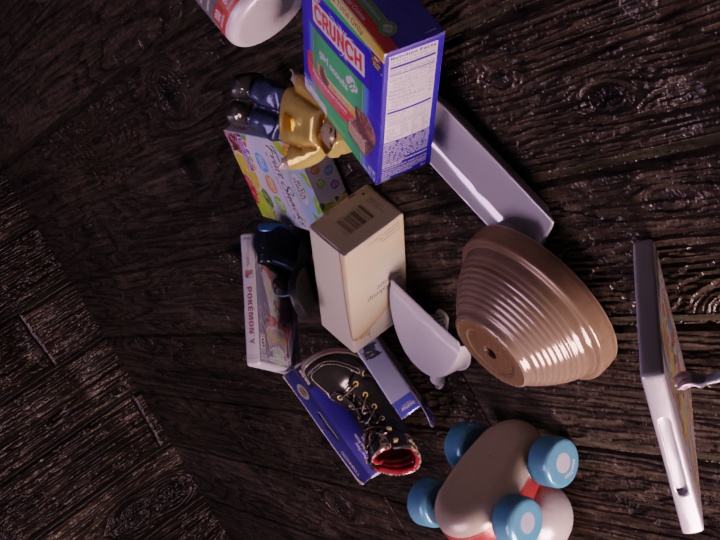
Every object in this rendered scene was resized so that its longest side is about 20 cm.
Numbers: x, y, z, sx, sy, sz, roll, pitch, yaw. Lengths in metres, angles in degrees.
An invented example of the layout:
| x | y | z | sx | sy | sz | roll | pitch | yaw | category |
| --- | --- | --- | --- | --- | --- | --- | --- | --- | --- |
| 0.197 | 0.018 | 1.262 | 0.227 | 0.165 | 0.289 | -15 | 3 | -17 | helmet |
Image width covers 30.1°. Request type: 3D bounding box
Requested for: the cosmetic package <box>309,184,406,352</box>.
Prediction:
| x | y | z | sx | sy | sz | roll | pitch | yaw | category |
| --- | --- | --- | --- | --- | --- | --- | --- | --- | --- |
| 0.000 | 0.000 | 1.713 | 0.073 | 0.103 | 0.201 | 39 | 154 | 31 | cosmetic package |

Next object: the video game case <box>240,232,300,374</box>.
| x | y | z | sx | sy | sz | roll | pitch | yaw | category |
| --- | --- | --- | --- | --- | --- | --- | --- | --- | --- |
| -0.127 | 0.053 | 1.924 | 0.200 | 0.023 | 0.184 | 29 | -124 | -73 | video game case |

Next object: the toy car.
| x | y | z | sx | sy | sz | roll | pitch | yaw | category |
| --- | --- | --- | --- | --- | --- | --- | --- | --- | --- |
| 0.198 | 0.309 | 1.674 | 0.183 | 0.177 | 0.200 | 1 | 136 | 50 | toy car |

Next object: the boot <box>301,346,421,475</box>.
| x | y | z | sx | sy | sz | roll | pitch | yaw | category |
| --- | --- | --- | --- | --- | --- | --- | --- | --- | --- |
| 0.006 | 0.199 | 1.886 | 0.200 | 0.073 | 0.151 | 38 | -158 | -48 | boot |

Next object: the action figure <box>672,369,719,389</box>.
| x | y | z | sx | sy | sz | roll | pitch | yaw | category |
| --- | --- | --- | --- | --- | --- | --- | --- | --- | --- |
| 0.362 | 0.104 | 1.107 | 0.133 | 0.149 | 0.201 | 22 | -142 | -41 | action figure |

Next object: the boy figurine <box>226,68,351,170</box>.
| x | y | z | sx | sy | sz | roll | pitch | yaw | category |
| --- | --- | --- | --- | --- | --- | --- | --- | --- | --- |
| -0.074 | -0.177 | 1.634 | 0.199 | 0.064 | 0.126 | 27 | 112 | 36 | boy figurine |

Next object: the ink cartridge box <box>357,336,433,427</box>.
| x | y | z | sx | sy | sz | roll | pitch | yaw | category |
| --- | --- | --- | --- | --- | --- | --- | --- | --- | --- |
| 0.034 | 0.135 | 1.865 | 0.201 | 0.042 | 0.119 | 54 | -178 | 0 | ink cartridge box |

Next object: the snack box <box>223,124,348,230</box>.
| x | y | z | sx | sy | sz | roll | pitch | yaw | category |
| --- | --- | --- | --- | --- | --- | --- | --- | --- | --- |
| -0.096 | -0.130 | 1.796 | 0.199 | 0.053 | 0.143 | 19 | 139 | 56 | snack box |

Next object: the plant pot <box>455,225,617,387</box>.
| x | y | z | sx | sy | sz | roll | pitch | yaw | category |
| --- | --- | --- | --- | --- | --- | --- | --- | --- | --- |
| 0.167 | 0.057 | 1.420 | 0.201 | 0.093 | 0.201 | 41 | 162 | 16 | plant pot |

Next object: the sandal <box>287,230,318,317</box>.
| x | y | z | sx | sy | sz | roll | pitch | yaw | category |
| --- | --- | --- | --- | --- | --- | --- | --- | --- | --- |
| -0.055 | 0.001 | 1.798 | 0.200 | 0.045 | 0.076 | -76 | -35 | -64 | sandal |

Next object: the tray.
| x | y | z | sx | sy | sz | roll | pitch | yaw | category |
| --- | --- | --- | --- | --- | --- | --- | --- | --- | --- |
| 0.130 | -0.100 | 1.408 | 0.200 | 0.022 | 0.108 | 49 | 158 | 17 | tray |

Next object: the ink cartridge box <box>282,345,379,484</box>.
| x | y | z | sx | sy | sz | roll | pitch | yaw | category |
| --- | --- | --- | --- | --- | --- | --- | --- | --- | --- |
| -0.016 | 0.209 | 1.989 | 0.200 | 0.040 | 0.200 | 54 | -165 | 5 | ink cartridge box |

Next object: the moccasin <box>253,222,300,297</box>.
| x | y | z | sx | sy | sz | roll | pitch | yaw | category |
| --- | --- | --- | --- | --- | --- | --- | --- | --- | --- |
| -0.101 | 0.002 | 1.879 | 0.080 | 0.069 | 0.200 | -4 | 154 | 30 | moccasin |

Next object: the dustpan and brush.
| x | y | z | sx | sy | sz | roll | pitch | yaw | category |
| --- | --- | --- | --- | --- | --- | --- | --- | --- | --- |
| 0.094 | 0.103 | 1.746 | 0.139 | 0.057 | 0.201 | 43 | 148 | 29 | dustpan and brush |

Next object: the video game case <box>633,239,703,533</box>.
| x | y | z | sx | sy | sz | roll | pitch | yaw | category |
| --- | --- | --- | --- | --- | --- | --- | --- | --- | --- |
| 0.278 | 0.101 | 1.209 | 0.201 | 0.023 | 0.183 | -77 | -29 | -55 | video game case |

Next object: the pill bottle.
| x | y | z | sx | sy | sz | roll | pitch | yaw | category |
| --- | --- | --- | --- | --- | --- | --- | --- | --- | --- |
| -0.159 | -0.362 | 1.518 | 0.200 | 0.115 | 0.116 | 50 | 158 | 14 | pill bottle |

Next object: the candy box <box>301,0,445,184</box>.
| x | y | z | sx | sy | sz | roll | pitch | yaw | category |
| --- | --- | --- | --- | --- | --- | --- | --- | --- | --- |
| 0.008 | -0.219 | 1.394 | 0.170 | 0.076 | 0.201 | 55 | 158 | 30 | candy box |
